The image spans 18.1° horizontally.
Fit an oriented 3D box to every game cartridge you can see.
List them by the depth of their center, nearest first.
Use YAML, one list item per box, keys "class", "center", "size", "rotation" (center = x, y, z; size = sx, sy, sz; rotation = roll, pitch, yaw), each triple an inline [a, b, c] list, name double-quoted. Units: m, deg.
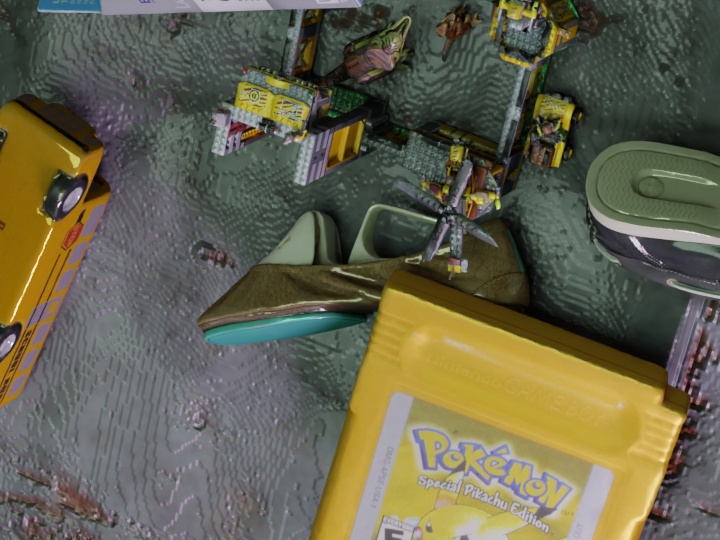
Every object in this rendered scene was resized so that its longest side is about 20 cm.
- class: "game cartridge"
  center: [0.071, 0.115, 1.248]
  size: [0.175, 0.032, 0.201]
  rotation: [20, 123, 7]

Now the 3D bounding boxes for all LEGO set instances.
- class: "LEGO set"
  center: [0.011, -0.103, 1.202]
  size: [0.199, 0.116, 0.155]
  rotation: [29, 114, 15]

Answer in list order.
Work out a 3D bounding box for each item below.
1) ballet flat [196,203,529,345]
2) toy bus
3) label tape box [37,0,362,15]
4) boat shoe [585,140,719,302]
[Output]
- class: "ballet flat"
  center: [0.000, 0.000, 1.272]
  size: [0.199, 0.068, 0.073]
  rotation: [-5, 82, 26]
- class: "toy bus"
  center: [-0.208, -0.009, 1.353]
  size: [0.065, 0.078, 0.201]
  rotation: [34, 115, 14]
- class: "label tape box"
  center: [-0.084, -0.214, 1.208]
  size: [0.199, 0.066, 0.144]
  rotation: [2, 67, 23]
- class: "boat shoe"
  center: [0.213, -0.011, 1.174]
  size: [0.199, 0.072, 0.068]
  rotation: [16, 147, 13]
